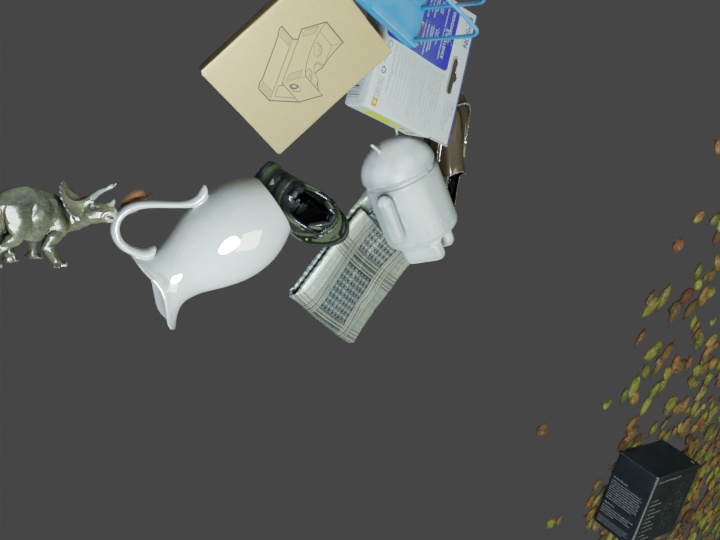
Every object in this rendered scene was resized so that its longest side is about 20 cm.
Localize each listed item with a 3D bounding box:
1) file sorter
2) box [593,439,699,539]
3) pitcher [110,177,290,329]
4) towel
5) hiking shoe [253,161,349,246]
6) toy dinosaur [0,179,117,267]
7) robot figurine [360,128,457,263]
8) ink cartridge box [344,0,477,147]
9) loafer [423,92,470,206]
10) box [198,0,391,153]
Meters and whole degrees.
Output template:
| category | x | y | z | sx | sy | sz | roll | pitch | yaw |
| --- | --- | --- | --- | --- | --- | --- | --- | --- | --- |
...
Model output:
| category | x | y | z | sx | sy | sz | roll | pitch | yaw |
| --- | --- | --- | --- | --- | --- | --- | --- | --- | --- |
| file sorter | 0.094 | -0.407 | 1.444 | 0.138 | 0.122 | 0.202 | 28 | 71 | -51 |
| box | 0.694 | 0.537 | 2.762 | 0.199 | 0.124 | 0.199 | -3 | 119 | -45 |
| pitcher | -0.202 | -0.048 | 1.446 | 0.199 | 0.121 | 0.173 | -35 | 122 | -9 |
| towel | 0.000 | 0.000 | 1.742 | 0.201 | 0.034 | 0.192 | -54 | 141 | -5 |
| hiking shoe | -0.067 | -0.072 | 1.570 | 0.076 | 0.100 | 0.200 | -56 | 141 | 2 |
| toy dinosaur | -0.379 | -0.057 | 1.291 | 0.198 | 0.077 | 0.104 | -1 | 105 | -40 |
| robot figurine | 0.070 | -0.110 | 1.656 | 0.202 | 0.112 | 0.170 | 66 | 32 | -24 |
| ink cartridge box | 0.074 | -0.294 | 1.576 | 0.199 | 0.047 | 0.200 | 19 | 84 | -53 |
| loafer | 0.139 | -0.172 | 1.742 | 0.073 | 0.071 | 0.202 | -15 | 125 | -39 |
| box | -0.078 | -0.264 | 1.425 | 0.200 | 0.021 | 0.163 | -41 | 128 | 5 |
